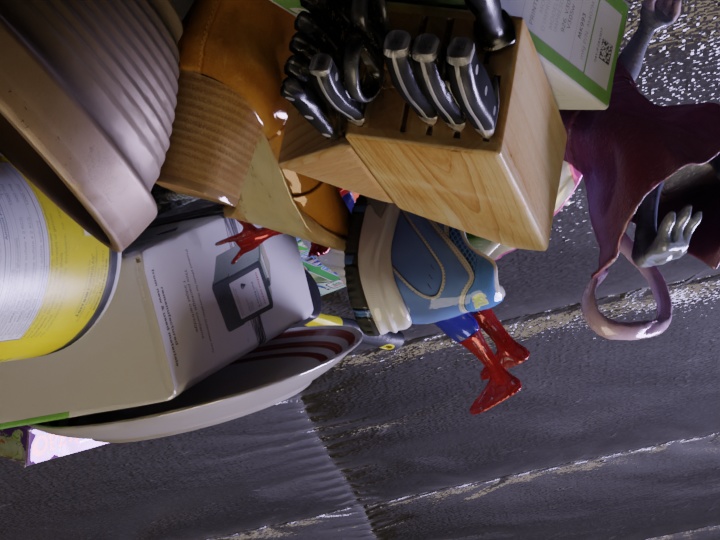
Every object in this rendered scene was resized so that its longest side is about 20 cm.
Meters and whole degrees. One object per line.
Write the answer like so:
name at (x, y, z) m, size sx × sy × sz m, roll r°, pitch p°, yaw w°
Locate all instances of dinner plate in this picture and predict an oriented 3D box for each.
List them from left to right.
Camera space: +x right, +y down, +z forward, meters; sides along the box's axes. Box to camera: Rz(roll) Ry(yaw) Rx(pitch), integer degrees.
dinner plate at (-0.094, 0.068, 1.100) m, size 0.199 × 0.024 × 0.200 m, roll -15°, pitch -173°, yaw 2°

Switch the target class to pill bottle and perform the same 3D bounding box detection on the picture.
pill bottle at (-0.207, -0.007, 0.913) m, size 0.112 × 0.112 × 0.200 m, roll -20°, pitch 174°, yaw 22°

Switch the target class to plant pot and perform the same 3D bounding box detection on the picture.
plant pot at (-0.144, -0.110, 0.828) m, size 0.093 × 0.201 × 0.201 m, roll -45°, pitch 160°, yaw -8°

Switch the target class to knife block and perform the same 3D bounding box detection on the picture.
knife block at (0.049, -0.072, 0.828) m, size 0.199 × 0.064 × 0.175 m, roll 19°, pitch 166°, yaw -28°

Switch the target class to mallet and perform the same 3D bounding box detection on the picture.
mallet at (-0.031, 0.040, 1.341) m, size 0.066 × 0.041 × 0.200 m, roll -19°, pitch 162°, yaw 17°

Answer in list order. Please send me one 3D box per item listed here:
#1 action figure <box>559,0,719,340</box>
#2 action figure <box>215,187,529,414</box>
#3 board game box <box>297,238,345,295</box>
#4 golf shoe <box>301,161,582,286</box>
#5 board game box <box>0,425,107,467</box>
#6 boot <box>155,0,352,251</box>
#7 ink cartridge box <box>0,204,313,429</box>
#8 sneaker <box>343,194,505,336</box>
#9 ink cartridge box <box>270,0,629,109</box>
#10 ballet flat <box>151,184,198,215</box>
action figure at (0.128, -0.074, 1.008) m, size 0.134 × 0.200 × 0.149 m, roll 1°, pitch 118°, yaw -45°
action figure at (0.000, 0.000, 1.076) m, size 0.099 × 0.200 × 0.065 m, roll -29°, pitch -164°, yaw 21°
board game box at (-0.087, 0.000, 1.293) m, size 0.199 × 0.029 × 0.134 m, roll -21°, pitch 158°, yaw 25°
golf shoe at (0.040, -0.044, 1.108) m, size 0.200 × 0.076 × 0.091 m, roll -26°, pitch 137°, yaw 36°
board game box at (-0.178, 0.078, 1.216) m, size 0.120 × 0.032 × 0.200 m, roll 20°, pitch -161°, yaw 34°
boot at (-0.031, -0.092, 0.942) m, size 0.071 × 0.145 × 0.201 m, roll 15°, pitch 176°, yaw 23°
ink cartridge box at (-0.135, 0.022, 1.106) m, size 0.145 × 0.084 × 0.200 m, roll -11°, pitch -173°, yaw 22°
sneaker at (0.046, -0.049, 0.998) m, size 0.077 × 0.201 × 0.076 m, roll -3°, pitch 143°, yaw 17°
ink cartridge box at (0.028, -0.133, 0.866) m, size 0.104 × 0.060 × 0.200 m, roll 4°, pitch 166°, yaw 38°
ballet flat at (-0.107, -0.065, 1.067) m, size 0.200 × 0.072 × 0.072 m, roll -18°, pitch 159°, yaw 31°
